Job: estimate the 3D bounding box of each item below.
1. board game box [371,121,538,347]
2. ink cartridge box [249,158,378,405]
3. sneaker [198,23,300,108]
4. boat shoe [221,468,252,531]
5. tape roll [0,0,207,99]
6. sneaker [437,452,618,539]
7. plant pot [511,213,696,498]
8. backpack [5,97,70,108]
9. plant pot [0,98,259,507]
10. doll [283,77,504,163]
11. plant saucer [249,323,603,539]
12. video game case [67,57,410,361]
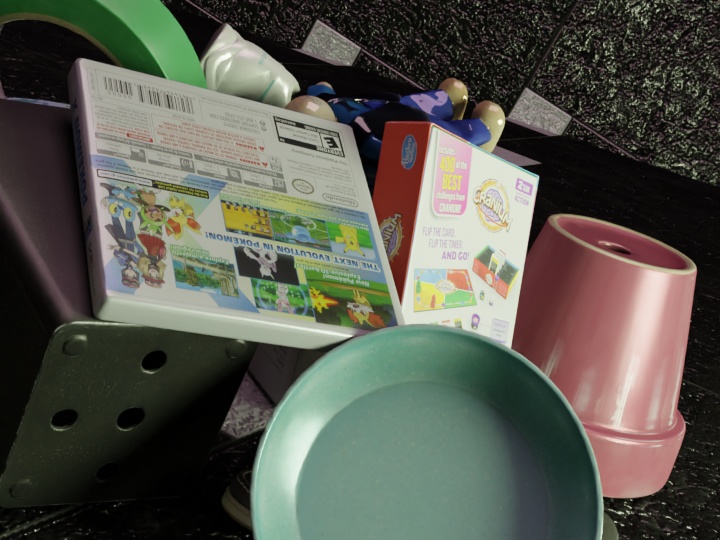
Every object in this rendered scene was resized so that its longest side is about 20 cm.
[{"bbox_3d":[0.057,0.014,0.927,0.040,0.203,0.152,6,-7,37],"label":"board game box"},{"bbox_3d":[0.000,0.000,1.066,0.145,0.203,0.146,7,17,-28],"label":"ink cartridge box"},{"bbox_3d":[-0.113,-0.085,1.000,0.080,0.201,0.071,27,39,-10],"label":"sneaker"},{"bbox_3d":[0.005,0.136,0.860,0.198,0.066,0.072,8,18,-30],"label":"boat shoe"},{"bbox_3d":[-0.204,-0.119,0.931,0.198,0.202,0.048,19,39,8],"label":"tape roll"},{"bbox_3d":[0.113,0.144,0.848,0.198,0.117,0.075,0,22,-45],"label":"sneaker"},{"bbox_3d":[0.187,0.060,1.096,0.197,0.181,0.200,16,16,-5],"label":"plant pot"},{"bbox_3d":[-0.260,-0.057,1.097,0.180,0.149,0.200,9,21,-12],"label":"backpack"},{"bbox_3d":[-0.173,0.032,0.822,0.198,0.201,0.178,5,33,-37],"label":"plant pot"},{"bbox_3d":[0.015,-0.109,0.985,0.136,0.049,0.199,37,31,32],"label":"doll"},{"bbox_3d":[0.036,0.132,0.757,0.197,0.202,0.036,18,-21,5],"label":"plant saucer"},{"bbox_3d":[-0.074,-0.036,0.805,0.198,0.022,0.184,11,47,-31],"label":"video game case"}]
